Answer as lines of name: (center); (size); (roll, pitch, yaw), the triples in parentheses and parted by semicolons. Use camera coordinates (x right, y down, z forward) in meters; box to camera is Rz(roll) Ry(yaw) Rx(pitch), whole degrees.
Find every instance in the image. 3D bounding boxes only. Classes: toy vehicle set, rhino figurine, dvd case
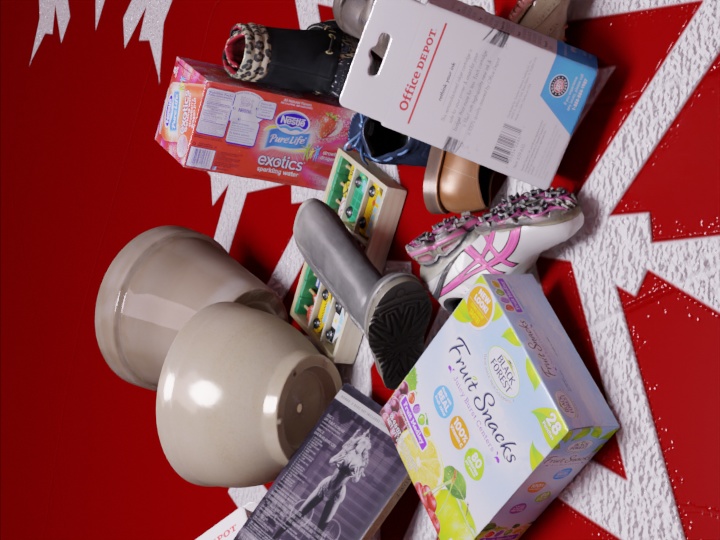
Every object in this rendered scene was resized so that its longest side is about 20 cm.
toy vehicle set: (-0.016, -0.017, 1.654); (0.124, 0.026, 0.202); (41, 119, 56)
rhino figurine: (0.024, -0.267, 1.609); (0.200, 0.059, 0.088); (-131, 36, -52)
dvd case: (-0.028, 0.222, 1.518); (0.201, 0.016, 0.148); (-54, 41, -6)

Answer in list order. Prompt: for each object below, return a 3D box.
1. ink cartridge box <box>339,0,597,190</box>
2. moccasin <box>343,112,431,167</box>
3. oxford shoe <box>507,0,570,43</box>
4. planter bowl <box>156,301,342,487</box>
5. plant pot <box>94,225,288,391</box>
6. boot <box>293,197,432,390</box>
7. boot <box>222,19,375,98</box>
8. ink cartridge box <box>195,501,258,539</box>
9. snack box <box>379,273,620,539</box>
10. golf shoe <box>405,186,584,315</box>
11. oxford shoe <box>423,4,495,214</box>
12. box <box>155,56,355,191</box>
ink cartridge box: (0.094, -0.165, 1.325); (0.067, 0.198, 0.117); (-68, 0, -68)
moccasin: (0.031, -0.148, 1.561); (0.199, 0.068, 0.082); (7, 90, 63)
oxford shoe: (0.162, -0.211, 1.370); (0.201, 0.074, 0.071); (-53, 1, 22)
planter bowl: (-0.103, 0.141, 1.630); (0.134, 0.199, 0.203); (7, 89, 36)
plant pot: (-0.181, 0.060, 1.793); (0.172, 0.199, 0.203); (15, 96, 42)
boot: (-0.002, 0.000, 1.511); (0.183, 0.072, 0.201); (94, 155, -53)
boot: (-0.078, -0.244, 1.679); (0.204, 0.152, 0.074); (-125, 48, -62)
ink cartridge box: (-0.115, 0.358, 1.603); (0.128, 0.125, 0.201); (-35, 47, 18)
snack box: (0.115, 0.129, 1.333); (0.201, 0.067, 0.170); (-56, 48, 36)
golf shoe: (0.132, -0.016, 1.373); (0.199, 0.072, 0.093); (-19, 102, 50)
oxford shoe: (0.114, -0.150, 1.443); (0.071, 0.071, 0.203); (5, 86, 31)
box: (-0.113, -0.160, 1.684); (0.095, 0.198, 0.101); (41, 118, 53)
